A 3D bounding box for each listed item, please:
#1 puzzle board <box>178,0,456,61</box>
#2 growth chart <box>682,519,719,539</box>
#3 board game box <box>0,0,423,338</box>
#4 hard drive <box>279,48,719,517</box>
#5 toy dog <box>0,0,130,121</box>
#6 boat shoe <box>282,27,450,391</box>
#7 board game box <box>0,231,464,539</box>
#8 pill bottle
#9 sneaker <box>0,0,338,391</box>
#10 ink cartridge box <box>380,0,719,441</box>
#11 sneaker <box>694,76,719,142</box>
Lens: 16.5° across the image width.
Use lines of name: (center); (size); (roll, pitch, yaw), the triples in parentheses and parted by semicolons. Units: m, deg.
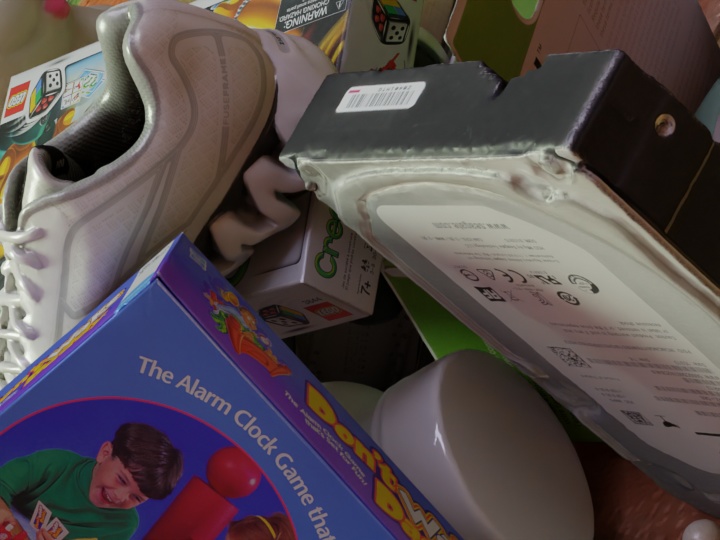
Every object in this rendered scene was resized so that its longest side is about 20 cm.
puzzle board: (-0.022, -0.107, 0.937); (0.017, 0.151, 0.200); (-26, -35, -39)
growth chart: (0.046, 0.171, 0.774); (0.200, 0.018, 0.145); (-39, 28, 17)
board game box: (-0.064, -0.029, 0.857); (0.200, 0.035, 0.126); (-16, 57, 45)
hard drive: (0.086, 0.013, 0.716); (0.140, 0.200, 0.038); (3, 59, 56)
toy dog: (-0.135, -0.066, 1.134); (0.194, 0.200, 0.140); (-23, 37, 39)
boat shoe: (0.000, 0.000, 0.908); (0.060, 0.074, 0.200); (-95, 12, -46)
board game box: (-0.037, 0.109, 0.735); (0.134, 0.200, 0.045); (-39, 9, 15)
pill bottle: (-0.023, 0.106, 0.851); (0.200, 0.112, 0.112); (-33, 32, 29)
sneaker: (-0.085, 0.007, 0.768); (0.075, 0.081, 0.200); (35, 100, 50)
ink cartridge box: (0.056, -0.058, 0.837); (0.076, 0.200, 0.148); (-3, 50, 30)
sneaker: (0.189, -0.093, 0.844); (0.140, 0.078, 0.200); (-20, 48, 40)
